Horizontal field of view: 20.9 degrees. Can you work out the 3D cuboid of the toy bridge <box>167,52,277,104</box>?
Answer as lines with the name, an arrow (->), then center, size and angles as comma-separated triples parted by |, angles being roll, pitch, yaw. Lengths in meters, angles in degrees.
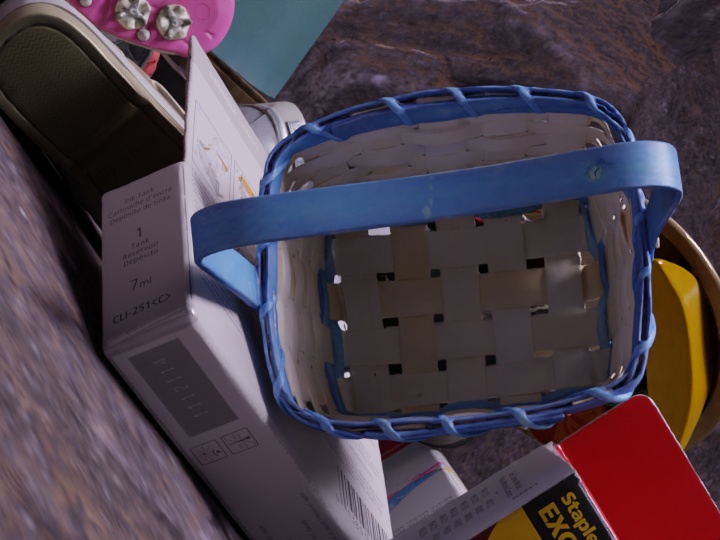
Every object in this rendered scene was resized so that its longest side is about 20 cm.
toy bridge -> -0.114, -0.147, 1.270 | 0.200, 0.027, 0.067 | 44, -1, 7

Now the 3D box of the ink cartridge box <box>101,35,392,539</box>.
ink cartridge box -> -0.046, 0.028, 0.851 | 0.177, 0.044, 0.201 | -97, 161, -47

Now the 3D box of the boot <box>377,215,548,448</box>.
boot -> 0.001, -0.001, 1.003 | 0.202, 0.074, 0.154 | 29, -37, -4

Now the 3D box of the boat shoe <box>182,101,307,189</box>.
boat shoe -> -0.100, -0.061, 1.100 | 0.200, 0.071, 0.071 | -6, -89, 62

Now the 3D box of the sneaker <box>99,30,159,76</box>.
sneaker -> -0.150, -0.124, 1.068 | 0.071, 0.098, 0.200 | 45, -21, -6

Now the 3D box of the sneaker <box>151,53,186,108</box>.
sneaker -> -0.115, -0.078, 1.275 | 0.201, 0.073, 0.116 | 57, 3, 33

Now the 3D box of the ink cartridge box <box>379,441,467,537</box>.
ink cartridge box -> 0.049, 0.181, 1.037 | 0.148, 0.085, 0.200 | 58, 1, -14

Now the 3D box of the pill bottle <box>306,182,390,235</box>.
pill bottle -> 0.002, 0.015, 1.254 | 0.113, 0.111, 0.202 | -121, -158, -69

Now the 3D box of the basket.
basket -> 0.032, -0.005, 0.766 | 0.200, 0.174, 0.141 | 67, 18, -80

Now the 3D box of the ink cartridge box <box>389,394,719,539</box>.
ink cartridge box -> 0.097, 0.179, 0.788 | 0.201, 0.175, 0.084 | 57, 1, -4

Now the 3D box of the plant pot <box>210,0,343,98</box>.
plant pot -> -0.074, -0.233, 1.184 | 0.200, 0.161, 0.201 | 42, 6, -5

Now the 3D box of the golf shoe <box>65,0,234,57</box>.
golf shoe -> -0.149, -0.169, 0.931 | 0.199, 0.076, 0.091 | 34, -7, -14

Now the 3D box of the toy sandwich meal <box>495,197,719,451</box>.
toy sandwich meal -> 0.110, 0.031, 1.052 | 0.206, 0.204, 0.070 | 58, 43, -10

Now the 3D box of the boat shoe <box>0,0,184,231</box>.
boat shoe -> -0.101, -0.049, 0.911 | 0.201, 0.074, 0.069 | 57, 6, -25
